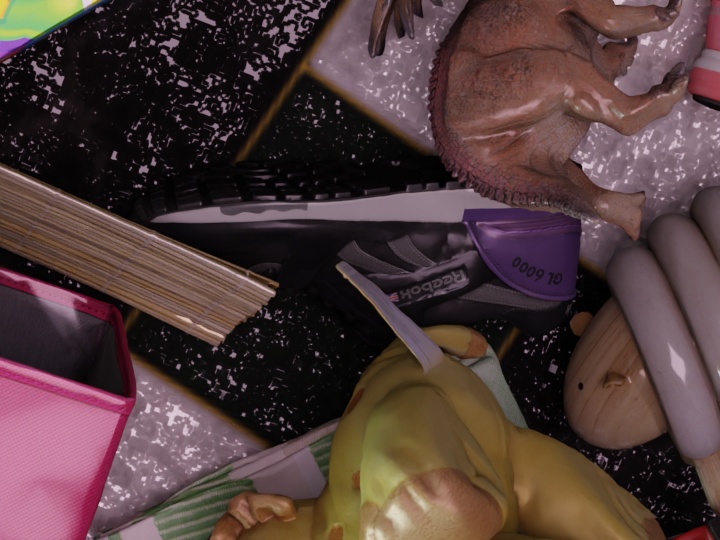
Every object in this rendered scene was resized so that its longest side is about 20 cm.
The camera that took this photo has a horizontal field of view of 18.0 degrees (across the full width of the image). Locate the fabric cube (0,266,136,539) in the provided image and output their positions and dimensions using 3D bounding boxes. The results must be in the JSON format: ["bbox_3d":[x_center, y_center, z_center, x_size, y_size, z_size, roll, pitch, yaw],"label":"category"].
[{"bbox_3d":[-0.215,0.093,0.903,0.199,0.196,0.200,19,97,-11],"label":"fabric cube"}]

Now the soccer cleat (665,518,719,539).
[{"bbox_3d":[0.092,0.160,1.002,0.199,0.085,0.069,-15,59,8],"label":"soccer cleat"}]

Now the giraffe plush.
[{"bbox_3d":[0.007,0.123,0.920,0.162,0.172,0.200,-47,70,17],"label":"giraffe plush"}]

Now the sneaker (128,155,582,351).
[{"bbox_3d":[0.000,0.000,0.982,0.199,0.076,0.088,-2,105,-7],"label":"sneaker"}]

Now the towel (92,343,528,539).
[{"bbox_3d":[-0.002,0.139,1.026,0.199,0.023,0.153,-25,102,-5],"label":"towel"}]

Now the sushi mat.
[{"bbox_3d":[-0.135,-0.019,0.950,0.199,0.096,0.012,24,68,-10],"label":"sushi mat"}]

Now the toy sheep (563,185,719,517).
[{"bbox_3d":[0.180,0.023,0.981,0.199,0.138,0.139,-25,101,0],"label":"toy sheep"}]

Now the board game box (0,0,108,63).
[{"bbox_3d":[-0.122,-0.159,0.923,0.199,0.105,0.103,-31,101,-2],"label":"board game box"}]

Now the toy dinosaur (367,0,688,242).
[{"bbox_3d":[0.059,-0.084,0.943,0.135,0.086,0.201,9,52,-6],"label":"toy dinosaur"}]

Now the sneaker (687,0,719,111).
[{"bbox_3d":[0.246,-0.104,0.998,0.199,0.074,0.087,4,96,-8],"label":"sneaker"}]
